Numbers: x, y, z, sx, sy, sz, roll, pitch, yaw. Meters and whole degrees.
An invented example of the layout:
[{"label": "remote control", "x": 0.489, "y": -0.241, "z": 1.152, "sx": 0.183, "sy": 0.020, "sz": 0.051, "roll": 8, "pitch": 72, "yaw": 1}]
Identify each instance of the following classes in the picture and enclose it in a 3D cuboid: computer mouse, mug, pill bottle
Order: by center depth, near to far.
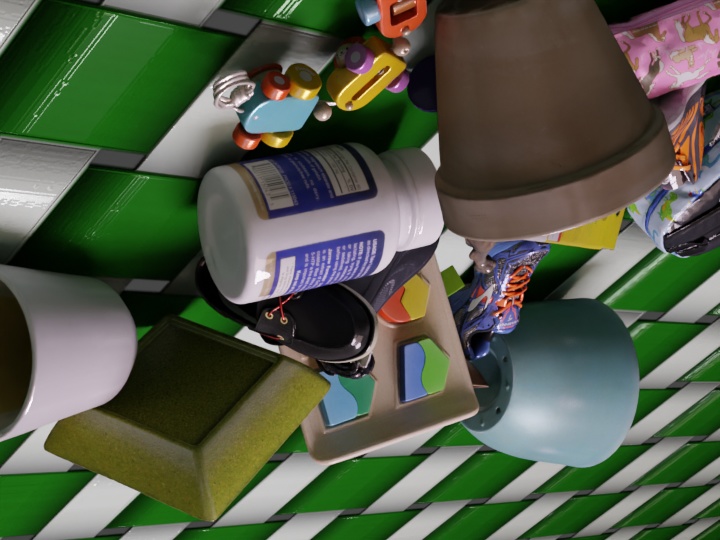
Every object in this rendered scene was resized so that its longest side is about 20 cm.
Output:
[{"label": "mug", "x": -0.287, "y": 0.058, "z": 1.388, "sx": 0.153, "sy": 0.186, "sz": 0.151, "roll": -5, "pitch": 116, "yaw": -53}, {"label": "pill bottle", "x": -0.032, "y": -0.048, "z": 1.403, "sx": 0.198, "sy": 0.120, "sz": 0.120, "roll": -12, "pitch": 151, "yaw": -26}, {"label": "computer mouse", "x": 0.000, "y": 0.000, "z": 1.505, "sx": 0.200, "sy": 0.138, "sz": 0.053, "roll": -51, "pitch": 141, "yaw": -22}]

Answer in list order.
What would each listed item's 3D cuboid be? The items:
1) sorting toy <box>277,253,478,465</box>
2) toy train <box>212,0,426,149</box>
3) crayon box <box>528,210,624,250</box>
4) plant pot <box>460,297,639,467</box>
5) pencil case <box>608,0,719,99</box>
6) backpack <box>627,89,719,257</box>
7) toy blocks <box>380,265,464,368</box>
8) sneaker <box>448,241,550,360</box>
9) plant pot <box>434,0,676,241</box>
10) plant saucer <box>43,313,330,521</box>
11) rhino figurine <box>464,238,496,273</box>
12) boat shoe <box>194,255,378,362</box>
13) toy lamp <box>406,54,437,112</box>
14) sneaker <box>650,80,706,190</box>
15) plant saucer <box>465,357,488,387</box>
[{"label": "sorting toy", "x": 0.012, "y": 0.070, "z": 1.575, "sx": 0.183, "sy": 0.202, "sz": 0.036, "roll": -16, "pitch": 176, "yaw": -19}, {"label": "toy train", "x": -0.029, "y": -0.176, "z": 1.250, "sx": 0.199, "sy": 0.056, "sz": 0.151, "roll": -28, "pitch": 153, "yaw": -4}, {"label": "crayon box", "x": 0.195, "y": -0.088, "z": 1.506, "sx": 0.199, "sy": 0.050, "sz": 0.128, "roll": 6, "pitch": 101, "yaw": -56}, {"label": "plant pot", "x": 0.200, "y": 0.128, "z": 1.873, "sx": 0.160, "sy": 0.202, "sz": 0.201, "roll": 5, "pitch": 141, "yaw": -34}, {"label": "pencil case", "x": 0.284, "y": -0.207, "z": 1.443, "sx": 0.198, "sy": 0.087, "sz": 0.083, "roll": -22, "pitch": -174, "yaw": -9}, {"label": "backpack", "x": 0.373, "y": -0.104, "z": 1.673, "sx": 0.201, "sy": 0.154, "sz": 0.163, "roll": -56, "pitch": 150, "yaw": 10}, {"label": "toy blocks", "x": -0.003, "y": 0.059, "z": 1.668, "sx": 0.199, "sy": 0.100, "sz": 0.137, "roll": -31, "pitch": 177, "yaw": -21}, {"label": "sneaker", "x": 0.156, "y": 0.027, "z": 1.764, "sx": 0.075, "sy": 0.079, "sz": 0.200, "roll": -9, "pitch": 149, "yaw": -33}, {"label": "plant pot", "x": 0.137, "y": -0.144, "z": 1.286, "sx": 0.198, "sy": 0.200, "sz": 0.175, "roll": -23, "pitch": 111, "yaw": -7}, {"label": "plant saucer", "x": -0.160, "y": 0.116, "z": 1.463, "sx": 0.200, "sy": 0.198, "sz": 0.048, "roll": -46, "pitch": 143, "yaw": -40}, {"label": "rhino figurine", "x": 0.184, "y": -0.080, "z": 1.612, "sx": 0.199, "sy": 0.060, "sz": 0.088, "roll": -32, "pitch": 143, "yaw": 3}, {"label": "boat shoe", "x": -0.070, "y": 0.033, "z": 1.453, "sx": 0.063, "sy": 0.200, "sz": 0.074, "roll": 11, "pitch": 99, "yaw": -52}, {"label": "toy lamp", "x": 0.104, "y": -0.134, "z": 1.445, "sx": 0.058, "sy": 0.059, "sz": 0.200, "roll": -33, "pitch": 151, "yaw": 14}, {"label": "sneaker", "x": 0.281, "y": -0.116, "z": 1.498, "sx": 0.200, "sy": 0.077, "sz": 0.113, "roll": -40, "pitch": 131, "yaw": -42}, {"label": "plant saucer", "x": 0.044, "y": 0.111, "z": 1.785, "sx": 0.198, "sy": 0.037, "sz": 0.200, "roll": 2, "pitch": 174, "yaw": 0}]
